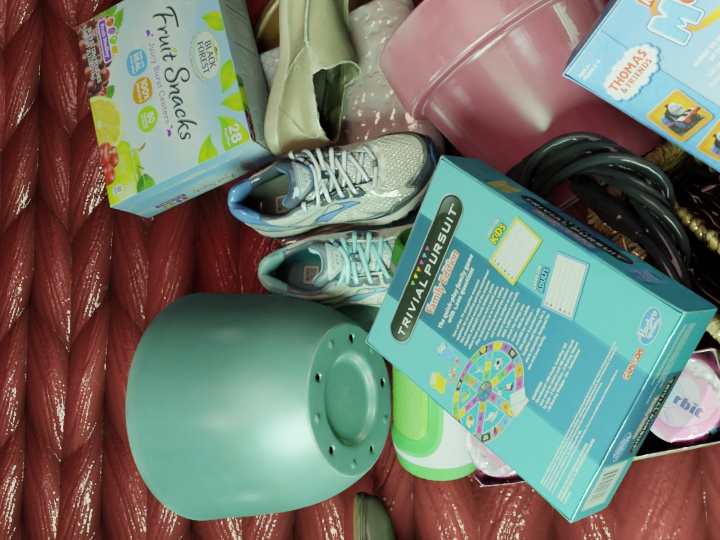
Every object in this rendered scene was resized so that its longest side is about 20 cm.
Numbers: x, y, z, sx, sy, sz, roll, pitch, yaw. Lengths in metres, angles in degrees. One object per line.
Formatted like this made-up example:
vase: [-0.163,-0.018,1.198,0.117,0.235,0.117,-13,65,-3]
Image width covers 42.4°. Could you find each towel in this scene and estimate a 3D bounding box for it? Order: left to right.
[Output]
towel: [-0.018,-0.141,0.871,0.190,0.032,0.201,-16,77,25]

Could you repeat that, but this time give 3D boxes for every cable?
cable: [0.152,0.012,0.632,0.163,0.051,0.201,-22,75,41]

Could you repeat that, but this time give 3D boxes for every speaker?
speaker: [0.065,0.067,0.760,0.088,0.088,0.201,12,116,29]

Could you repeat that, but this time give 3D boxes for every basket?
basket: [0.288,-0.018,0.655,0.143,0.149,0.200,-49,64,15]

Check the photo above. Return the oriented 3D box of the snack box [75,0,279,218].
snack box: [-0.179,-0.176,0.904,0.168,0.068,0.201,-20,75,21]

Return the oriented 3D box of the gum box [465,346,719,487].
gum box: [0.186,0.115,0.712,0.199,0.113,0.067,-18,76,25]

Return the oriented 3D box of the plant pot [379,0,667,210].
plant pot: [0.144,-0.144,0.737,0.199,0.200,0.180,-34,85,20]

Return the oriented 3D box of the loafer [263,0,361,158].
loafer: [-0.033,-0.197,0.831,0.068,0.076,0.202,11,96,28]

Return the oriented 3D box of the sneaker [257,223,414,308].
sneaker: [0.000,0.000,0.812,0.199,0.086,0.078,-12,78,26]

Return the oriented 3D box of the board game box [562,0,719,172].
board game box: [0.247,-0.126,0.564,0.199,0.037,0.151,31,142,-2]

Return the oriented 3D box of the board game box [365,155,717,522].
board game box: [0.106,0.037,0.609,0.200,0.047,0.152,39,118,37]

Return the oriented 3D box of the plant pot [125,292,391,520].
plant pot: [-0.071,0.113,0.794,0.160,0.200,0.202,-6,81,33]

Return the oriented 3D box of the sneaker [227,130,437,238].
sneaker: [-0.029,-0.072,0.805,0.199,0.085,0.078,-17,78,26]

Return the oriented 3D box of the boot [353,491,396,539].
boot: [0.058,0.280,0.794,0.096,0.075,0.201,-17,83,13]

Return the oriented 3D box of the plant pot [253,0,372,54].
plant pot: [-0.038,-0.215,0.924,0.199,0.027,0.202,-4,81,27]

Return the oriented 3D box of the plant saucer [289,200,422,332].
plant saucer: [0.010,-0.024,0.875,0.199,0.027,0.202,-3,83,28]
